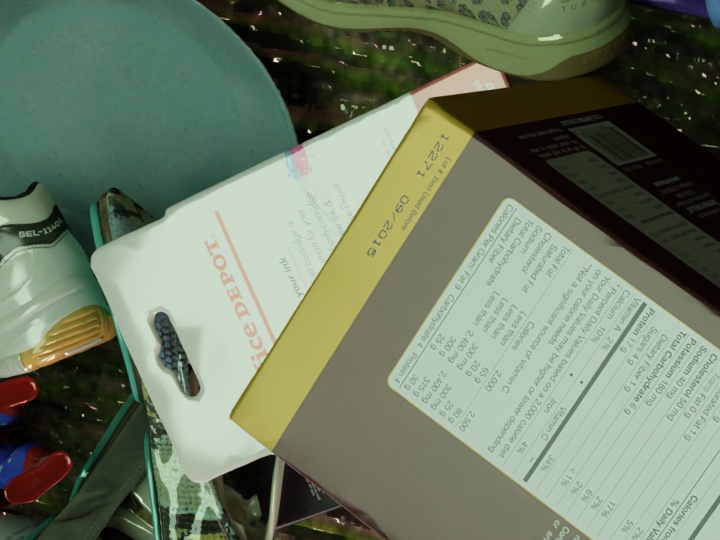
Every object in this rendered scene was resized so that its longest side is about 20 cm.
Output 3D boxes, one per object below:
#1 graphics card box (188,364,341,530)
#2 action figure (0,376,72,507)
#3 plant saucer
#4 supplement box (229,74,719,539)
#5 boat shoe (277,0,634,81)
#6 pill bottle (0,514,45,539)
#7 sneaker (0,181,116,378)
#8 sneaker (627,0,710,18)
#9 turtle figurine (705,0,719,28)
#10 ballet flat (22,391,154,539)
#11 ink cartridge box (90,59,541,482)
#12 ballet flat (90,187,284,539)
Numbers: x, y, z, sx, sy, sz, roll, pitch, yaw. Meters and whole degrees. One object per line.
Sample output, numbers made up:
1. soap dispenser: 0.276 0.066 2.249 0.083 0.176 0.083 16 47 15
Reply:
1. graphics card box: -0.004 0.039 1.171 0.200 0.051 0.126 -23 91 27
2. action figure: -0.182 0.084 1.254 0.065 0.052 0.200 60 166 -3
3. plant saucer: -0.119 -0.066 1.212 0.201 0.039 0.201 8 126 11
4. supplement box: 0.101 0.044 0.916 0.200 0.197 0.133 37 108 14
5. boat shoe: 0.027 -0.133 1.048 0.200 0.073 0.063 20 134 39
6. pill bottle: -0.145 0.185 1.266 0.200 0.113 0.113 17 109 28
7. sneaker: -0.183 0.008 1.222 0.200 0.076 0.088 -17 95 51
8. sneaker: 0.092 -0.157 1.060 0.200 0.083 0.081 26 113 26
9. turtle figurine: 0.218 -0.061 0.922 0.200 0.194 0.144 -9 54 65
10. ballet flat: -0.120 0.125 1.206 0.064 0.200 0.067 34 144 7
11. ink cartridge box: 0.000 0.000 1.089 0.200 0.067 0.117 -24 90 19
12. ballet flat: -0.070 0.057 1.150 0.074 0.074 0.200 -4 100 33
